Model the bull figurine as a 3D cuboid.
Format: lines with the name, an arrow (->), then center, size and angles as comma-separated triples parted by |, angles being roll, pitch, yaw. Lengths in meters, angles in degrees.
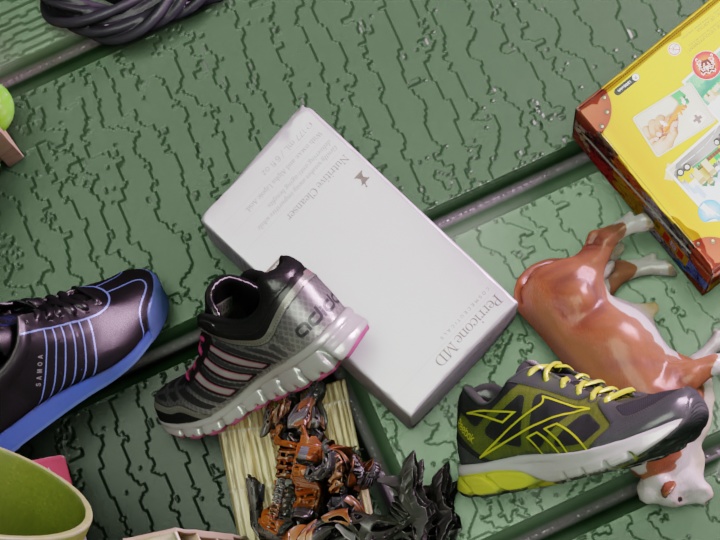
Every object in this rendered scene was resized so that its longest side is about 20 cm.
bull figurine -> 0.193, 0.061, 1.709 | 0.121, 0.065, 0.200 | -37, 83, -7

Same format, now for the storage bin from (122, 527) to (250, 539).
storage bin -> -0.113, 0.272, 1.617 | 0.093, 0.200, 0.200 | -12, 80, 10

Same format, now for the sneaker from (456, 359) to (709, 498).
sneaker -> 0.135, 0.095, 1.658 | 0.199, 0.074, 0.085 | -18, 83, 37

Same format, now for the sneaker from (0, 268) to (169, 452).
sneaker -> -0.209, 0.046, 1.690 | 0.070, 0.078, 0.200 | 15, 45, 40

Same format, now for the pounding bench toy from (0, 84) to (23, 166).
pounding bench toy -> -0.303, -0.074, 1.729 | 0.156, 0.124, 0.200 | -35, 81, -3

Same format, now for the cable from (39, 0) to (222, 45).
cable -> -0.176, -0.261, 1.796 | 0.162, 0.051, 0.201 | -26, 83, 4

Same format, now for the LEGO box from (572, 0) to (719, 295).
LEGO box -> 0.266, -0.107, 1.723 | 0.200, 0.077, 0.149 | -38, 81, -3

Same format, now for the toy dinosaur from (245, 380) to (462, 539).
toy dinosaur -> -0.006, 0.172, 1.691 | 0.135, 0.102, 0.201 | -15, 99, 15

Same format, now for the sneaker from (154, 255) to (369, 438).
sneaker -> -0.080, 0.046, 1.675 | 0.088, 0.200, 0.074 | 54, 47, -7

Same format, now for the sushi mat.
sushi mat -> -0.036, 0.182, 1.728 | 0.095, 0.012, 0.201 | -12, 81, 0

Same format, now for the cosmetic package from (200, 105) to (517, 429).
cosmetic package -> 0.000, 0.000, 1.721 | 0.200, 0.081, 0.113 | 41, 84, 9

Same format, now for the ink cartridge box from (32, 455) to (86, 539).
ink cartridge box -> -0.244, 0.236, 1.663 | 0.146, 0.083, 0.201 | -8, 76, -42

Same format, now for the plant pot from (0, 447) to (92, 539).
plant pot -> -0.276, 0.215, 1.514 | 0.186, 0.187, 0.201 | 18, 100, 6
